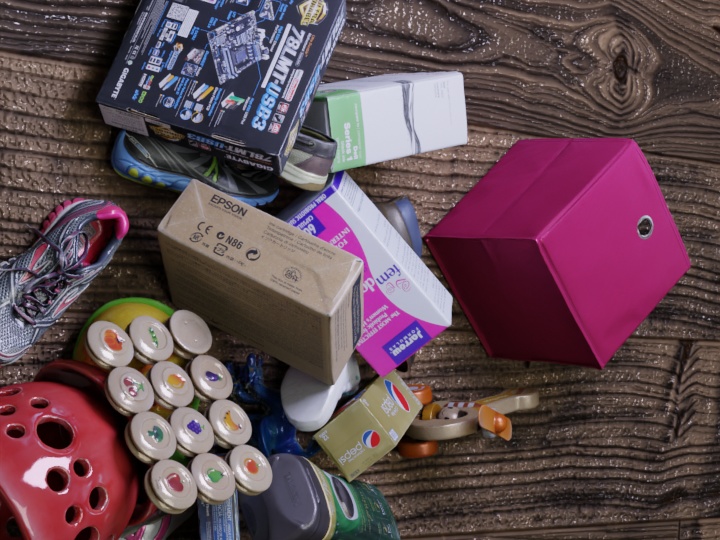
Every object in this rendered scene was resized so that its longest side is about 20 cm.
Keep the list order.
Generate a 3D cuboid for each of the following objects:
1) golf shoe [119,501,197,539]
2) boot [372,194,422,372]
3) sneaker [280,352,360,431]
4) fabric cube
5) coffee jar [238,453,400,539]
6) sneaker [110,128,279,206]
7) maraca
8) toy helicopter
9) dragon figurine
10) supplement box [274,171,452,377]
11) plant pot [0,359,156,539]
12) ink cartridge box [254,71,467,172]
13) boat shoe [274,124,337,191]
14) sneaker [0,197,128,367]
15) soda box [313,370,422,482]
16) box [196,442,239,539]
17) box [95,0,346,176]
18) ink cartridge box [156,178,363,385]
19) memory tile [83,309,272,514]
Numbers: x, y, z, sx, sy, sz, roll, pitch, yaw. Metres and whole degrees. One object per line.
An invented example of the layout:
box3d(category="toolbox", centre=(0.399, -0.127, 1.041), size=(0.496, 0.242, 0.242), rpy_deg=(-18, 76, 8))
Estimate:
box3d(category="golf shoe", centre=(-0.246, 0.287, 1.621), size=(0.200, 0.073, 0.092), rpy_deg=(-32, 117, -23))
box3d(category="boot", centre=(0.045, 0.011, 1.845), size=(0.097, 0.075, 0.201), rpy_deg=(-29, 107, -32))
box3d(category="sneaker", centre=(-0.032, 0.114, 1.736), size=(0.089, 0.075, 0.200), rpy_deg=(57, 23, -30))
box3d(category="fabric cube", centre=(0.238, -0.024, 1.921), size=(0.199, 0.200, 0.197), rpy_deg=(-44, 118, -29))
box3d(category="coffee jar", centre=(-0.042, 0.255, 1.651), size=(0.200, 0.085, 0.105), rpy_deg=(34, 28, -55))
box3d(category="sneaker", centre=(-0.164, -0.115, 1.671), size=(0.199, 0.071, 0.083), rpy_deg=(16, 87, -36))
box3d(category="maraca", centre=(-0.224, 0.127, 1.601), size=(0.107, 0.137, 0.201), rpy_deg=(-21, 113, -75))
box3d(category="toy helicopter", centre=(0.141, 0.167, 1.891), size=(0.200, 0.132, 0.079), rpy_deg=(-12, 99, -39))
box3d(category="dragon figurine", centre=(-0.098, 0.183, 1.742), size=(0.099, 0.059, 0.201), rpy_deg=(-11, 98, -38))
box3d(category="supplement box", centre=(0.000, 0.000, 1.733), size=(0.101, 0.103, 0.200), rpy_deg=(-39, 101, 13))
box3d(category="plant pot", centre=(-0.298, 0.197, 1.496), size=(0.182, 0.200, 0.201), rpy_deg=(-31, 110, -43))
box3d(category="ink cartridge box", centre=(-0.001, -0.164, 1.754), size=(0.200, 0.146, 0.085), rpy_deg=(-14, 103, -38))
box3d(category="boat shoe", centre=(-0.108, -0.159, 1.652), size=(0.066, 0.201, 0.072), rpy_deg=(-58, 167, 17))
box3d(category="sneaker", centre=(-0.305, 0.006, 1.557), size=(0.081, 0.075, 0.200), rpy_deg=(47, 64, -30))
box3d(category="soda box", centre=(0.011, 0.163, 1.746), size=(0.068, 0.200, 0.064), rpy_deg=(-39, 89, 12))
box3d(category="box", centre=(-0.144, 0.234, 1.625), size=(0.040, 0.200, 0.137), rpy_deg=(-3, 95, -5))
box3d(category="box", centre=(-0.138, -0.214, 1.614), size=(0.050, 0.198, 0.201), rpy_deg=(89, 19, -67))
box3d(category="ink cartridge box", centre=(-0.097, 0.013, 1.614), size=(0.075, 0.200, 0.165), rpy_deg=(-58, 166, -24))
box3d(category="memory tile", centre=(-0.168, 0.128, 1.502), size=(0.153, 0.017, 0.200), rpy_deg=(-3, 59, -49))
